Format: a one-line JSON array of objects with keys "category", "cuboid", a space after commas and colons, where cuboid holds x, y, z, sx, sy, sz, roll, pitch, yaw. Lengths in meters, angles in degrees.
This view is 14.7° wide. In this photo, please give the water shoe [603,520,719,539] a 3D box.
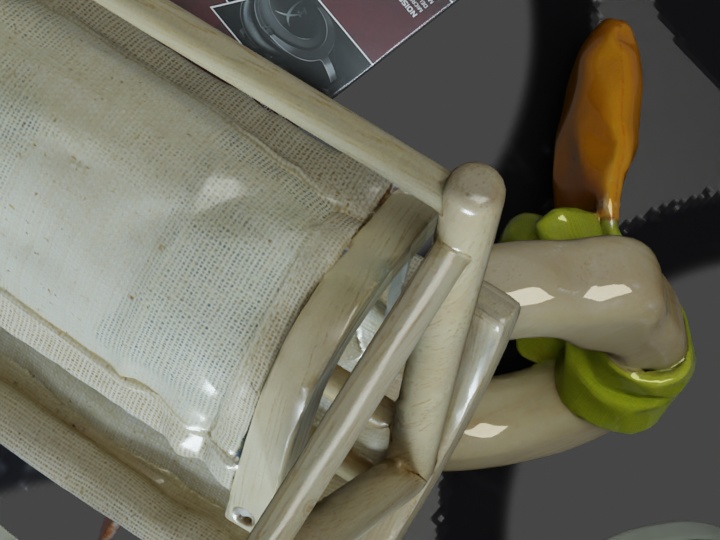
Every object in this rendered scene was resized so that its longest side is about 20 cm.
[{"category": "water shoe", "cuboid": [0.077, 0.144, 0.895, 0.200, 0.079, 0.072, -25, 117, -40]}]

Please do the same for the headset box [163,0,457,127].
[{"category": "headset box", "cuboid": [0.010, -0.117, 0.847, 0.077, 0.200, 0.149, 51, 34, -6]}]

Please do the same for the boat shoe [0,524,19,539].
[{"category": "boat shoe", "cuboid": [-0.149, 0.101, 0.878, 0.075, 0.062, 0.200, -50, 121, -21]}]

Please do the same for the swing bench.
[{"category": "swing bench", "cuboid": [-0.070, -0.002, 0.756, 0.199, 0.200, 0.130, 32, 85, 10]}]

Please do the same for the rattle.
[{"category": "rattle", "cuboid": [0.000, 0.000, 0.912, 0.199, 0.130, 0.143, -13, 80, 13]}]
